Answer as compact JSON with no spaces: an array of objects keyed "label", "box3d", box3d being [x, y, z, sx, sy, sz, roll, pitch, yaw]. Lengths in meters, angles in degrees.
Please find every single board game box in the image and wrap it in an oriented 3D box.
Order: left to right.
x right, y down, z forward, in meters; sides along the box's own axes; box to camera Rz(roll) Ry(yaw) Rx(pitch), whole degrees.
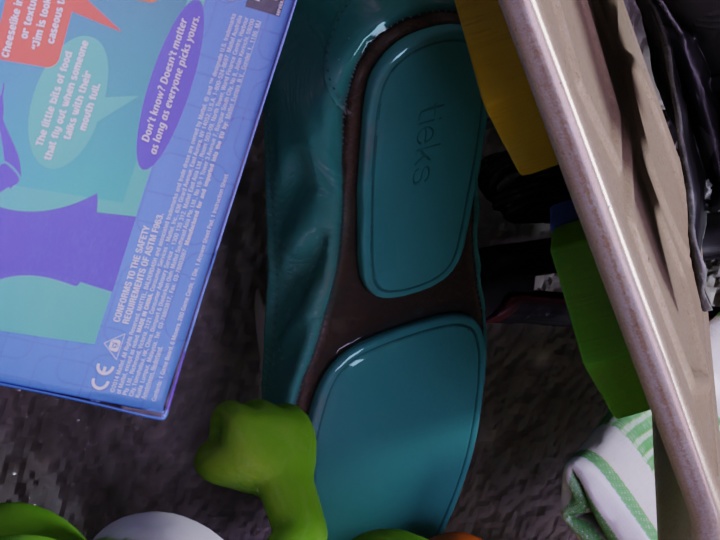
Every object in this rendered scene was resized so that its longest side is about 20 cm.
[{"label":"board game box","box3d":[-0.117,-0.059,0.561,0.199,0.045,0.153,14,101,-29]}]

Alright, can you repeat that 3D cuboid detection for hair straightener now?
[{"label":"hair straightener","box3d":[0.076,-0.018,0.793,0.199,0.041,0.077,4,95,-37]}]

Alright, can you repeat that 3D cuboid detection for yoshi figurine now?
[{"label":"yoshi figurine","box3d":[-0.044,0.097,0.646,0.112,0.113,0.199,-39,144,28]}]

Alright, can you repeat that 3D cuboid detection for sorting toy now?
[{"label":"sorting toy","box3d":[0.061,-0.044,0.669,0.036,0.185,0.201,-13,114,11]}]

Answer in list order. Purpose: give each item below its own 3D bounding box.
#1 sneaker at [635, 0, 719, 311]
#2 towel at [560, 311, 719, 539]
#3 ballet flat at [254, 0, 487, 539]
[{"label":"sneaker","box3d":[0.102,-0.089,0.692,0.060,0.200,0.105,-10,124,12]},{"label":"towel","box3d":[0.154,0.077,0.769,0.200,0.023,0.153,-33,87,-44]},{"label":"ballet flat","box3d":[0.000,0.000,0.701,0.067,0.070,0.201,-13,127,-24]}]
